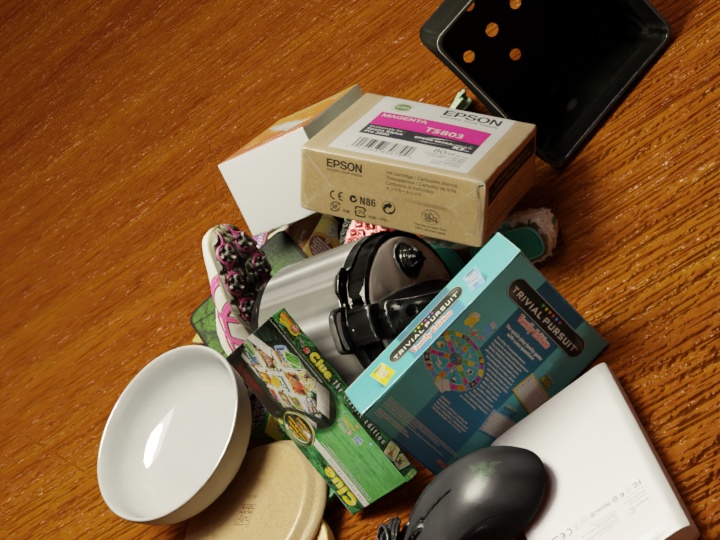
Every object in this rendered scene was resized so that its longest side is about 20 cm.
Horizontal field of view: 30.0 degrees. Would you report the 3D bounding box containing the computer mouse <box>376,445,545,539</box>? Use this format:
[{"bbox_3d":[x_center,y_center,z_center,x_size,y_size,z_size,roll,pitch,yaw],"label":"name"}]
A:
[{"bbox_3d":[0.077,0.223,1.181,0.200,0.053,0.139,-44,32,23],"label":"computer mouse"}]

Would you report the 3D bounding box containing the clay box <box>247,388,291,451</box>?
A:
[{"bbox_3d":[-0.129,0.153,1.519,0.200,0.048,0.115,-16,45,40],"label":"clay box"}]

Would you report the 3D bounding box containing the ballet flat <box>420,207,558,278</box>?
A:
[{"bbox_3d":[0.122,-0.022,1.410,0.199,0.072,0.072,-13,46,33],"label":"ballet flat"}]

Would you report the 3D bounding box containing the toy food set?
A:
[{"bbox_3d":[-0.102,0.260,1.379,0.200,0.049,0.198,-24,40,32],"label":"toy food set"}]

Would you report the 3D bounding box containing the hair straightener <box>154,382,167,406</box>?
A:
[{"bbox_3d":[-0.238,0.188,1.550,0.200,0.041,0.077,-62,10,8],"label":"hair straightener"}]

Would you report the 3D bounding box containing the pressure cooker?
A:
[{"bbox_3d":[0.010,0.054,1.346,0.200,0.179,0.176,-20,39,36],"label":"pressure cooker"}]

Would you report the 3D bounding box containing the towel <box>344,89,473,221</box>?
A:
[{"bbox_3d":[0.053,-0.136,1.572,0.200,0.023,0.153,-44,2,7],"label":"towel"}]

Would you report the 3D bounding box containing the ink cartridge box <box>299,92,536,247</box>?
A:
[{"bbox_3d":[0.061,-0.106,1.368,0.199,0.075,0.165,13,32,20],"label":"ink cartridge box"}]

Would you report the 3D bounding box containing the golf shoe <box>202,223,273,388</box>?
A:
[{"bbox_3d":[-0.128,0.047,1.417,0.092,0.201,0.073,-7,22,39],"label":"golf shoe"}]

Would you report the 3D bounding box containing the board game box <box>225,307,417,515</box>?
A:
[{"bbox_3d":[-0.040,0.137,1.290,0.023,0.200,0.105,-38,-1,-44],"label":"board game box"}]

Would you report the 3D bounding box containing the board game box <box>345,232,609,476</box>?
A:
[{"bbox_3d":[0.108,0.088,1.224,0.200,0.151,0.047,-46,33,2],"label":"board game box"}]

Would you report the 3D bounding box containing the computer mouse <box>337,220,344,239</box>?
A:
[{"bbox_3d":[0.000,0.000,1.534,0.109,0.044,0.200,-17,44,36],"label":"computer mouse"}]

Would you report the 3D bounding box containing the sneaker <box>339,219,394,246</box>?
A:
[{"bbox_3d":[0.066,-0.067,1.489,0.200,0.096,0.079,-42,57,-9],"label":"sneaker"}]

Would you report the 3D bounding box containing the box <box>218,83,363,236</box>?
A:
[{"bbox_3d":[-0.063,-0.135,1.614,0.124,0.098,0.200,-21,13,25],"label":"box"}]

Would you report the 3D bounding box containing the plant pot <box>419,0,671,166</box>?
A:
[{"bbox_3d":[0.180,-0.263,1.481,0.200,0.199,0.177,-49,22,-2],"label":"plant pot"}]

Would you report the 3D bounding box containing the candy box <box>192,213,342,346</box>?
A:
[{"bbox_3d":[-0.107,0.020,1.624,0.116,0.056,0.200,4,60,49],"label":"candy box"}]

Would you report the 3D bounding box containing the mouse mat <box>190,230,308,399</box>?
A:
[{"bbox_3d":[-0.111,0.048,1.549,0.161,0.008,0.200,-44,39,1],"label":"mouse mat"}]

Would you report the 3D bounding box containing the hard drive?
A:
[{"bbox_3d":[0.193,0.184,1.143,0.132,0.027,0.200,-38,35,15],"label":"hard drive"}]

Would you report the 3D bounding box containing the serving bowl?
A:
[{"bbox_3d":[-0.189,0.183,1.440,0.200,0.066,0.201,-22,51,29],"label":"serving bowl"}]
